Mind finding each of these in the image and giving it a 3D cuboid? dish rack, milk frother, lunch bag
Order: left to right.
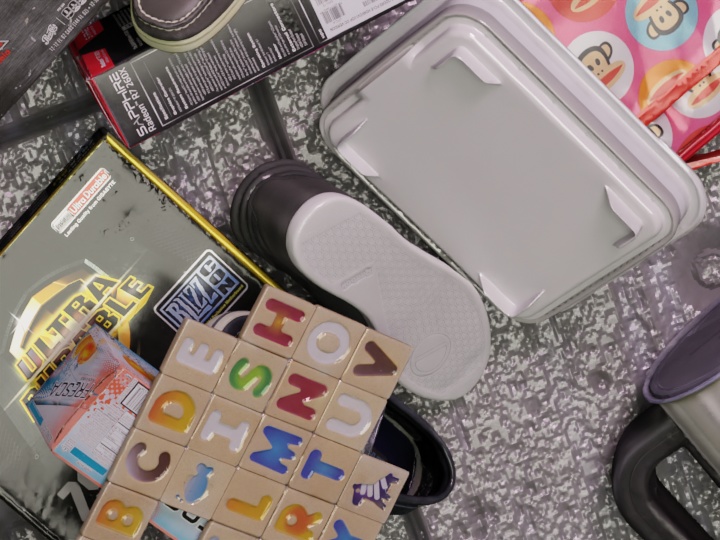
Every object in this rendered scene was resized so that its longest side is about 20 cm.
[{"bbox_3d":[0.077,-0.057,1.502,0.200,0.171,0.044,44,47,-11],"label":"dish rack"},{"bbox_3d":[0.165,-0.132,1.542,0.200,0.082,0.176,-40,105,2],"label":"lunch bag"},{"bbox_3d":[0.250,0.133,1.531,0.180,0.200,0.188,-41,101,3],"label":"milk frother"}]

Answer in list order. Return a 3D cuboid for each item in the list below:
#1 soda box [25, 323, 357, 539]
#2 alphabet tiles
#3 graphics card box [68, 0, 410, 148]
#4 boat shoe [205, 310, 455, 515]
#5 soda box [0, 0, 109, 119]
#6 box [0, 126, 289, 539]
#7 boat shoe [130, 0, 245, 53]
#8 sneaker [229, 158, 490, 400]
[{"bbox_3d":[-0.092,0.117,1.496,0.200,0.068,0.064,40,94,-28],"label":"soda box"},{"bbox_3d":[-0.055,0.114,1.465,0.167,0.008,0.201,23,98,-27],"label":"alphabet tiles"},{"bbox_3d":[-0.062,-0.145,1.479,0.199,0.125,0.051,-29,109,-4],"label":"graphics card box"},{"bbox_3d":[-0.017,0.082,1.512,0.200,0.062,0.075,38,66,-38],"label":"boat shoe"},{"bbox_3d":[-0.216,-0.119,1.433,0.071,0.063,0.200,38,102,-26],"label":"soda box"},{"bbox_3d":[-0.155,0.044,1.535,0.160,0.049,0.200,42,90,-14],"label":"box"},{"bbox_3d":[-0.071,-0.214,1.406,0.072,0.066,0.201,23,77,19],"label":"boat shoe"},{"bbox_3d":[0.000,0.000,1.544,0.071,0.099,0.200,-49,133,-3],"label":"sneaker"}]
